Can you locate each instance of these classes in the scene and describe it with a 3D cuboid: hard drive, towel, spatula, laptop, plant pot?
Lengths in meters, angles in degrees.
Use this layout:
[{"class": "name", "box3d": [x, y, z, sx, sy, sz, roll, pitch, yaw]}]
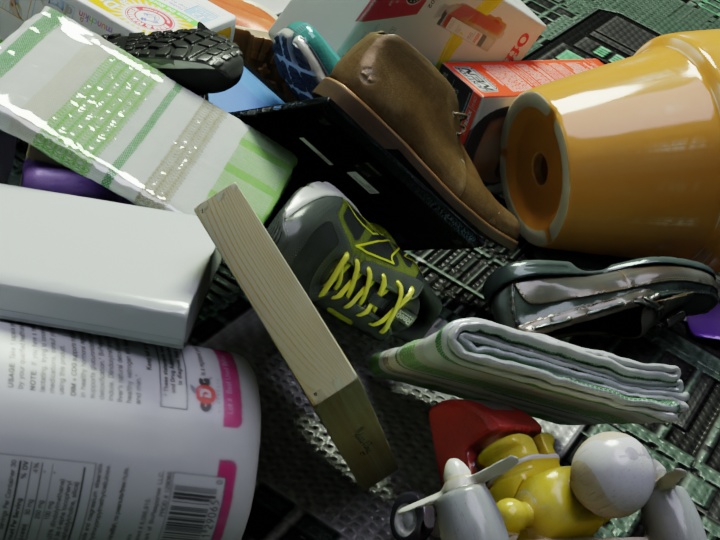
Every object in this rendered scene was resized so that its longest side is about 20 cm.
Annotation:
[{"class": "hard drive", "box3d": [-0.179, -0.011, 0.751, 0.197, 0.027, 0.132, 10, 23, 0]}, {"class": "towel", "box3d": [0.093, 0.062, 0.855, 0.147, 0.031, 0.200, 17, -10, -10]}, {"class": "spatula", "box3d": [0.235, 0.018, 1.145, 0.198, 0.021, 0.057, 21, 33, 0]}, {"class": "laptop", "box3d": [-0.018, -0.100, 1.016, 0.199, 0.104, 0.177, -2, -31, 47]}, {"class": "plant pot", "box3d": [0.221, -0.092, 1.152, 0.181, 0.202, 0.201, -6, 39, -20]}, {"class": "towel", "box3d": [-0.142, -0.083, 0.877, 0.199, 0.031, 0.150, 31, 30, -5]}]

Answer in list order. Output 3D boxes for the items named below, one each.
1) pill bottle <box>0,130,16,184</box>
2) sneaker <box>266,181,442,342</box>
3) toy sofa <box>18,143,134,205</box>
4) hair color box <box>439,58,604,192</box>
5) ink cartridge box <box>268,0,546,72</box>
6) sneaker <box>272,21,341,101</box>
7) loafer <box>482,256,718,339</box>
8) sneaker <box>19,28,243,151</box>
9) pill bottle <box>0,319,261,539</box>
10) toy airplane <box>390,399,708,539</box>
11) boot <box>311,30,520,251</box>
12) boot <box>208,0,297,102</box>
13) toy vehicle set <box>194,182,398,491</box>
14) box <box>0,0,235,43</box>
[{"class": "pill bottle", "box3d": [-0.328, -0.094, 0.882, 0.198, 0.115, 0.114, 26, 31, 8]}, {"class": "sneaker", "box3d": [0.000, 0.000, 0.925, 0.084, 0.075, 0.199, 40, 11, 23]}, {"class": "toy sofa", "box3d": [-0.174, -0.021, 0.882, 0.082, 0.098, 0.201, 11, 34, -17]}, {"class": "hair color box", "box3d": [0.143, -0.128, 1.235, 0.198, 0.102, 0.061, -9, 41, -38]}, {"class": "ink cartridge box", "box3d": [0.044, -0.203, 1.191, 0.199, 0.146, 0.084, 17, 27, -49]}, {"class": "sneaker", "box3d": [0.004, -0.138, 1.104, 0.200, 0.080, 0.077, 38, 0, -45]}, {"class": "loafer", "box3d": [0.188, 0.033, 1.066, 0.197, 0.072, 0.064, 0, 56, -20]}, {"class": "sneaker", "box3d": [-0.165, -0.120, 0.999, 0.198, 0.089, 0.076, 3, 22, 27]}, {"class": "pill bottle", "box3d": [-0.159, 0.086, 0.713, 0.197, 0.114, 0.114, 10, 33, -20]}, {"class": "toy airplane", "box3d": [0.113, 0.153, 0.746, 0.198, 0.142, 0.200, 32, 25, 0]}, {"class": "boot", "box3d": [0.059, -0.091, 1.014, 0.200, 0.076, 0.073, 42, -7, -26]}, {"class": "boot", "box3d": [-0.142, -0.211, 1.224, 0.198, 0.076, 0.108, 19, 27, -22]}, {"class": "toy vehicle set", "box3d": [-0.031, 0.044, 0.779, 0.026, 0.200, 0.125, -31, 69, -5]}, {"class": "box", "box3d": [-0.215, -0.187, 1.104, 0.199, 0.102, 0.112, 30, 32, 13]}]
